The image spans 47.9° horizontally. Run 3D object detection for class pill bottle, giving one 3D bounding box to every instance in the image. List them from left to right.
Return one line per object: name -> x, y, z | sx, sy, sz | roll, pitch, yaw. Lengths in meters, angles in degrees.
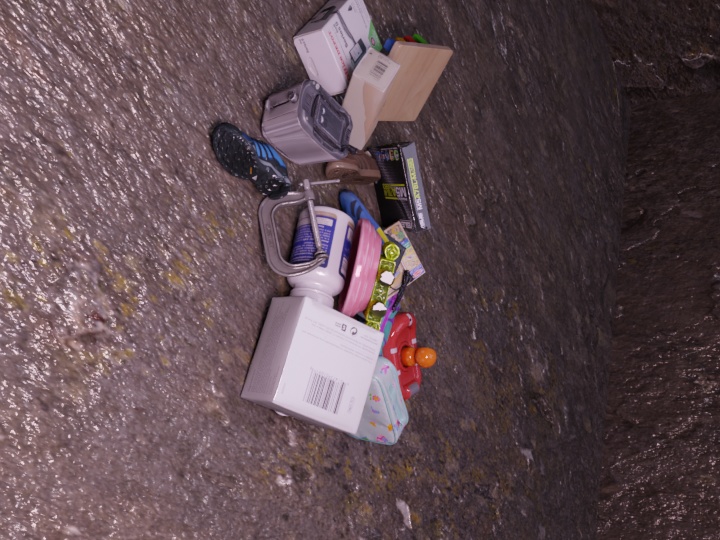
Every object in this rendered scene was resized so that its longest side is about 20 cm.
pill bottle -> -0.083, -0.013, 1.614 | 0.119, 0.118, 0.204 | 38, 56, -48

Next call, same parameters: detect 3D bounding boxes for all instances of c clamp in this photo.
c clamp -> -0.111, -0.086, 1.556 | 0.027, 0.167, 0.204 | 116, -31, -67

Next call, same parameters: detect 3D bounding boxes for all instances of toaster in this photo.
toaster -> -0.104, -0.285, 1.609 | 0.199, 0.127, 0.116 | 34, 59, -49

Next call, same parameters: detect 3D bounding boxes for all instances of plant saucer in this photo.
plant saucer -> 0.000, 0.000, 1.608 | 0.200, 0.050, 0.205 | -166, -91, -83

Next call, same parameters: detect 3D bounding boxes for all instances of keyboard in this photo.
keyboard -> 0.050, 0.027, 1.757 | 0.126, 0.020, 0.202 | 35, 66, -20

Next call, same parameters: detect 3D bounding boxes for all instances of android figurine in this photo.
android figurine -> 0.037, 0.033, 1.611 | 0.200, 0.040, 0.186 | -123, -134, -83

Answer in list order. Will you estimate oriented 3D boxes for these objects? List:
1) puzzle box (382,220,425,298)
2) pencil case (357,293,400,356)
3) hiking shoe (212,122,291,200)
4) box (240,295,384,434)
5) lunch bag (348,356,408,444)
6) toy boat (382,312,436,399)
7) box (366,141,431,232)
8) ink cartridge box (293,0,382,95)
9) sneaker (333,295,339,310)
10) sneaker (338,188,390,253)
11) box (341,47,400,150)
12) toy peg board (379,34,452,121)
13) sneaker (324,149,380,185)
puzzle box -> 0.042, -0.004, 1.785 | 0.199, 0.025, 0.135 | -34, 101, -30
pencil case -> 0.028, 0.142, 1.789 | 0.085, 0.092, 0.202 | 39, 50, -26
hiking shoe -> -0.207, -0.214, 1.513 | 0.200, 0.074, 0.088 | 44, 26, -43
box -> -0.087, 0.175, 1.505 | 0.197, 0.130, 0.204 | 27, 72, -32
lunch bag -> 0.016, 0.265, 1.680 | 0.077, 0.157, 0.203 | -55, 138, -45
toy boat -> 0.117, 0.198, 1.883 | 0.130, 0.129, 0.205 | -18, 101, -56
box -> 0.085, -0.190, 1.842 | 0.047, 0.199, 0.197 | -14, 102, -19
ink cartridge box -> -0.046, -0.494, 1.768 | 0.147, 0.083, 0.201 | 62, 40, -30
sneaker -> -0.065, 0.137, 1.665 | 0.089, 0.066, 0.204 | 31, 57, -45
sneaker -> -0.008, -0.094, 1.741 | 0.201, 0.078, 0.066 | 55, -4, 31
box -> 0.010, -0.363, 1.732 | 0.096, 0.077, 0.201 | -61, 179, -31
toy peg board -> 0.083, -0.463, 1.903 | 0.197, 0.202, 0.098 | -11, 51, -46
sneaker -> -0.026, -0.237, 1.798 | 0.199, 0.070, 0.077 | 3, 67, -62
